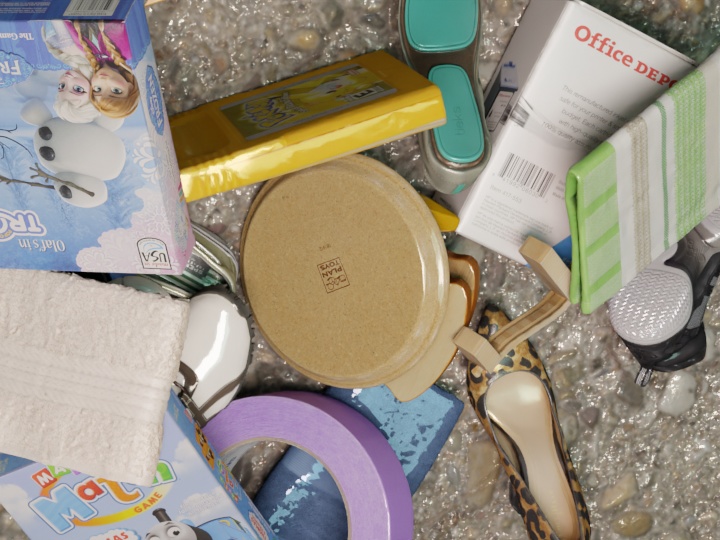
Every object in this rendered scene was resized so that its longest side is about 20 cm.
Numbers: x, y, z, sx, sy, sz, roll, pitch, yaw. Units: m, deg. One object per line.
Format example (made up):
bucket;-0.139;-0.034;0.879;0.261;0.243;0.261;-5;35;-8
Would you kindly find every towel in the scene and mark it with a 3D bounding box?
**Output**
towel;-0.216;0.065;1.225;0.198;0.034;0.134;11;87;24
towel;0.226;-0.075;1.348;0.200;0.031;0.150;-36;138;-26
towel;-0.009;0.163;1.447;0.111;0.049;0.201;32;96;-15

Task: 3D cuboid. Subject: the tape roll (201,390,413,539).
tape roll;-0.061;0.196;1.382;0.198;0.066;0.202;0;91;18

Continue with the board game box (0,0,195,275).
board game box;-0.224;-0.089;1.173;0.198;0.044;0.200;1;129;13

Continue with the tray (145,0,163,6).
tray;-0.097;-0.272;1.319;0.199;0.037;0.099;-20;108;-9

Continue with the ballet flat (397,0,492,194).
ballet flat;0.062;-0.154;1.361;0.067;0.064;0.202;-1;69;-8

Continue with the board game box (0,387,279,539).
board game box;-0.158;0.185;1.295;0.150;0.037;0.201;-22;123;14

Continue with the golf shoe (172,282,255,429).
golf shoe;-0.150;0.102;1.323;0.077;0.094;0.201;35;103;7

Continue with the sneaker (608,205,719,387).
sneaker;0.269;0.003;1.462;0.200;0.075;0.114;-53;150;-25

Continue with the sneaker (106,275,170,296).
sneaker;-0.222;0.081;1.284;0.199;0.080;0.074;-37;115;21

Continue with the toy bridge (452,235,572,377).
toy bridge;0.146;0.000;1.351;0.201;0.027;0.067;-53;139;-7

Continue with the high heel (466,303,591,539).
high heel;0.142;0.133;1.426;0.071;0.143;0.202;-16;108;-9

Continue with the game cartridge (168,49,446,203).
game cartridge;-0.053;-0.110;1.297;0.198;0.176;0.033;-17;109;-9

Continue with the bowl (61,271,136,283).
bowl;-0.267;0.021;1.318;0.199;0.039;0.202;0;119;0

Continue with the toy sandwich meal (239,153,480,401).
toy sandwich meal;0.000;0.000;1.374;0.204;0.070;0.207;6;103;27

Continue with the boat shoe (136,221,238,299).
boat shoe;-0.178;-0.032;1.347;0.199;0.062;0.072;24;98;-18

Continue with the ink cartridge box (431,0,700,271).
ink cartridge box;0.167;-0.100;1.402;0.146;0.086;0.201;24;96;-19
